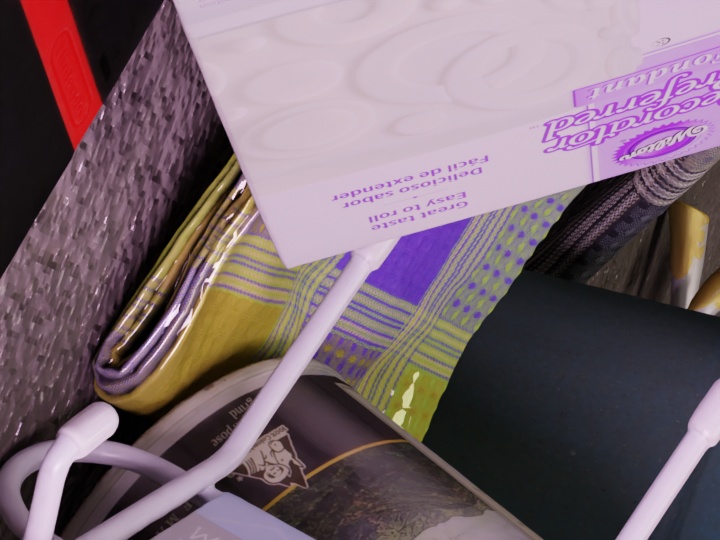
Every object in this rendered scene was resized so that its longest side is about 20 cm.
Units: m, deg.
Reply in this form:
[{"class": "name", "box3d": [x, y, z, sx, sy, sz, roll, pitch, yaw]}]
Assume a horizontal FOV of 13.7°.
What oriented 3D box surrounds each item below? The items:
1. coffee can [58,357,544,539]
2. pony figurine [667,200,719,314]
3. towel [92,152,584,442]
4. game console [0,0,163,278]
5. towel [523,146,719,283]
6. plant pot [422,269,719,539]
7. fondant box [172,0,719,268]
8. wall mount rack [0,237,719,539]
[{"class": "coffee can", "box3d": [0.016, 0.140, 0.888, 0.146, 0.200, 0.147, -36, 147, -28]}, {"class": "pony figurine", "box3d": [0.202, 0.084, 1.701, 0.193, 0.166, 0.200, 26, 86, -43]}, {"class": "towel", "box3d": [0.000, 0.000, 0.946, 0.144, 0.023, 0.200, -57, 151, 1]}, {"class": "game console", "box3d": [-0.086, -0.087, 0.668, 0.177, 0.031, 0.200, -61, 162, -22]}, {"class": "towel", "box3d": [0.130, -0.055, 1.292, 0.193, 0.035, 0.200, -45, 180, 39]}, {"class": "plant pot", "box3d": [0.088, 0.090, 1.159, 0.200, 0.196, 0.201, 19, 90, -76]}, {"class": "fondant box", "box3d": [0.031, -0.074, 0.753, 0.200, 0.144, 0.058, 71, 4, -72]}, {"class": "wall mount rack", "box3d": [0.008, 0.062, 0.812, 0.174, 0.200, 0.075, -32, 145, -53]}]
